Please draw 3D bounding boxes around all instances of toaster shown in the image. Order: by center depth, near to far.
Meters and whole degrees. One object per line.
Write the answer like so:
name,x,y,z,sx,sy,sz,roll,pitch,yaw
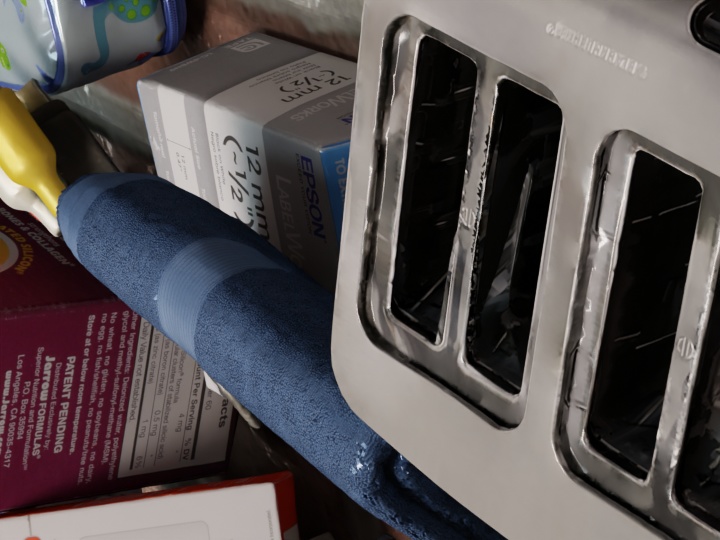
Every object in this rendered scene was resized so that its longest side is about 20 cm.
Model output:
toaster,0.092,-0.009,0.642,0.180,0.118,0.201,34,129,40

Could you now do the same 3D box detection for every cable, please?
cable,-0.103,-0.002,0.963,0.200,0.050,0.097,54,170,19

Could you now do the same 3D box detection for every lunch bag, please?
lunch bag,-0.151,-0.178,1.016,0.160,0.082,0.201,12,121,58

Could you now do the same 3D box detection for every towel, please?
towel,-0.019,0.028,0.805,0.200,0.049,0.112,37,-179,44

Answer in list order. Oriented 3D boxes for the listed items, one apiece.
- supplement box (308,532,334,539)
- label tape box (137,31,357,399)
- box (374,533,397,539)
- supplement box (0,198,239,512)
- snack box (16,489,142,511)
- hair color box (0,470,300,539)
supplement box,-0.027,0.236,1.127,0.201,0.073,0.126,65,152,2
label tape box,0.000,0.000,0.909,0.200,0.066,0.144,26,133,53
box,0.048,0.241,0.944,0.182,0.104,0.201,29,144,50
supplement box,-0.165,0.033,1.059,0.131,0.199,0.104,34,121,44
snack box,-0.145,0.097,1.148,0.024,0.071,0.201,-54,39,45
hair color box,-0.122,0.158,1.035,0.064,0.198,0.112,13,-111,-84
